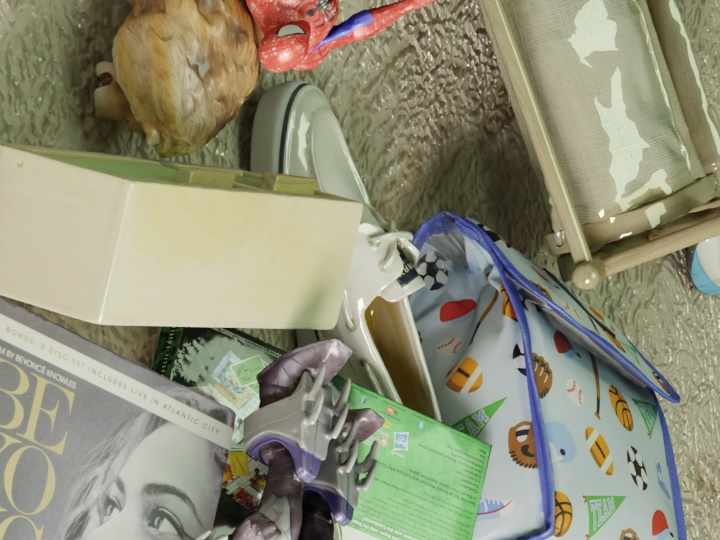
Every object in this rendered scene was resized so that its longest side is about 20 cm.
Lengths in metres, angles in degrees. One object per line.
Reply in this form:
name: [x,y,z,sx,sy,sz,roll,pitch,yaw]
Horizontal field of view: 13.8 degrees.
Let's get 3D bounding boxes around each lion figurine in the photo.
lion figurine: [-0.054,-0.127,1.413,0.200,0.072,0.123,-20,89,-50]

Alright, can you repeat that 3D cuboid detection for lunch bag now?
lunch bag: [0.092,0.082,1.591,0.170,0.124,0.200,34,43,-51]

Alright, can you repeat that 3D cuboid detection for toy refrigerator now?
toy refrigerator: [-0.083,-0.016,1.332,0.200,0.076,0.070,4,100,-60]

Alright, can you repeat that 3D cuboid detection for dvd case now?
dvd case: [-0.131,0.126,1.282,0.149,0.016,0.200,29,61,-34]

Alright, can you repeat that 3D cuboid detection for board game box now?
board game box: [-0.023,0.100,1.427,0.200,0.023,0.105,27,66,-35]

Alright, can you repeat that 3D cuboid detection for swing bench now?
swing bench: [0.137,-0.104,1.625,0.200,0.130,0.199,-126,-163,-88]

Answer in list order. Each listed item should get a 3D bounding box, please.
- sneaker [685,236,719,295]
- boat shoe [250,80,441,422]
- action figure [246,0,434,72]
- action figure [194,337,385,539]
sneaker: [0.277,-0.014,1.925,0.200,0.087,0.075,18,73,-55]
boat shoe: [0.000,0.000,1.492,0.071,0.070,0.200,-29,111,-56]
action figure: [0.007,-0.157,1.387,0.065,0.099,0.200,61,33,-29]
action figure: [-0.030,0.133,1.312,0.130,0.069,0.200,47,36,-39]
